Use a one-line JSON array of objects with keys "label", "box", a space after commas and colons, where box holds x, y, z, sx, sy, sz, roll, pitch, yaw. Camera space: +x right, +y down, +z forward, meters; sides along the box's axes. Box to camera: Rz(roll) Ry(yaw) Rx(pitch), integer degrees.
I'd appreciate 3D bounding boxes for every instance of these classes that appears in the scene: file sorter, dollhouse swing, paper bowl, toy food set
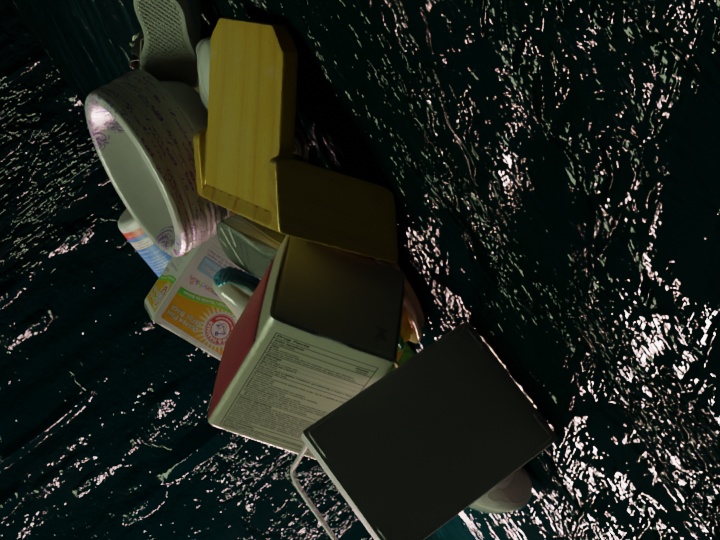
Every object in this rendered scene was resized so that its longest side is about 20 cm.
[{"label": "file sorter", "box": [0.053, 0.173, 1.311, 0.139, 0.199, 0.125, 52, 155, 13]}, {"label": "dollhouse swing", "box": [-0.053, -0.127, 1.322, 0.181, 0.177, 0.200, 14, -175, -30]}, {"label": "paper bowl", "box": [-0.208, -0.125, 1.526, 0.201, 0.104, 0.201, 48, 157, 29]}, {"label": "toy food set", "box": [0.000, 0.000, 1.510, 0.201, 0.048, 0.198, 56, 170, -6]}]

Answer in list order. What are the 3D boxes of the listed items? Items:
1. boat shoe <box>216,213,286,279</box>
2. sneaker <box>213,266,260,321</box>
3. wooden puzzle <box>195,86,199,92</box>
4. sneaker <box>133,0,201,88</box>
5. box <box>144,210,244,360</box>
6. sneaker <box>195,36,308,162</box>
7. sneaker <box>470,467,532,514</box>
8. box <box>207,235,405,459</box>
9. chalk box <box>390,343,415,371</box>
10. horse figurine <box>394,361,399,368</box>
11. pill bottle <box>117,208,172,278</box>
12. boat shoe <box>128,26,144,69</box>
[{"label": "boat shoe", "box": [-0.064, -0.011, 1.453, 0.201, 0.065, 0.075, 28, 142, 35]}, {"label": "sneaker", "box": [-0.099, 0.075, 1.535, 0.200, 0.081, 0.077, 46, -178, -33]}, {"label": "wooden puzzle", "box": [-0.134, -0.183, 1.602, 0.200, 0.037, 0.185, 43, 166, 33]}, {"label": "sneaker", "box": [-0.195, -0.269, 1.494, 0.073, 0.083, 0.200, 13, 155, 1]}, {"label": "box", "box": [-0.156, -0.007, 1.659, 0.112, 0.201, 0.101, 34, -179, -19]}, {"label": "sneaker", "box": [-0.115, -0.158, 1.457, 0.099, 0.075, 0.201, 34, 149, 50]}, {"label": "sneaker", "box": [0.120, 0.187, 1.473, 0.200, 0.077, 0.080, 43, 138, -24]}, {"label": "box", "box": [-0.054, 0.077, 1.357, 0.127, 0.110, 0.200, 20, 139, -13]}, {"label": "chalk box", "box": [-0.022, 0.088, 1.708, 0.201, 0.124, 0.125, 56, 170, -17]}, {"label": "horse figurine", "box": [-0.016, 0.061, 1.507, 0.133, 0.050, 0.200, 54, 175, -25]}, {"label": "pill bottle", "box": [-0.214, -0.018, 1.818, 0.201, 0.112, 0.112, 53, 172, -19]}, {"label": "boat shoe", "box": [-0.244, -0.248, 1.650, 0.074, 0.060, 0.202, 61, -166, -73]}]
